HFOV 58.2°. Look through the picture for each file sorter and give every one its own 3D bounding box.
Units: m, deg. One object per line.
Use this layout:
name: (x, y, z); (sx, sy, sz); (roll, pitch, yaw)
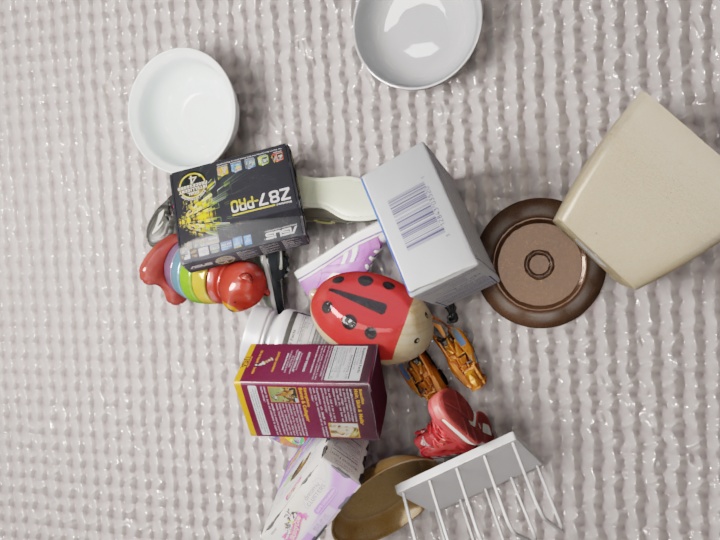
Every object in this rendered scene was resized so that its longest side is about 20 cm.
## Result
file sorter: (0.181, 0.354, 0.959); (0.199, 0.139, 0.125); (-30, 50, 15)

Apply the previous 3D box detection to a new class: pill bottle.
pill bottle: (-0.084, 0.128, 1.032); (0.198, 0.114, 0.115); (15, 97, 1)

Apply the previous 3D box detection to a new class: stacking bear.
stacking bear: (-0.241, 0.011, 1.063); (0.198, 0.122, 0.115); (14, 67, 30)

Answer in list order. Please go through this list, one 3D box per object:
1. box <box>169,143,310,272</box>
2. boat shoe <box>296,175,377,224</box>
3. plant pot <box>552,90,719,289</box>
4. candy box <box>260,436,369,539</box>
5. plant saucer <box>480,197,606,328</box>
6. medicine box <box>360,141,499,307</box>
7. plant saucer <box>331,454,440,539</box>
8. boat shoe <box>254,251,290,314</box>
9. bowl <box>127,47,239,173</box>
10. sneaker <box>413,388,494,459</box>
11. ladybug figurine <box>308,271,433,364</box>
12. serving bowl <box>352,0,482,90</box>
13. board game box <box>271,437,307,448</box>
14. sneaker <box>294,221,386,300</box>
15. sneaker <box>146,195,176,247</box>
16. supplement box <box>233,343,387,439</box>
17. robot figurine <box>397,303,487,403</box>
box: (-0.190, -0.098, 1.014); (0.198, 0.049, 0.163); (-13, 72, 2)
boat shoe: (-0.046, -0.111, 1.054); (0.199, 0.060, 0.073); (9, 73, 14)
plant pot: (0.371, -0.086, 0.868); (0.200, 0.200, 0.177); (44, 102, 8)
candy box: (-0.061, 0.312, 1.001); (0.071, 0.200, 0.168); (35, 107, -4)
plant saucer: (0.272, -0.010, 0.987); (0.198, 0.037, 0.203); (1, 93, 16)
medicine box: (0.105, -0.055, 0.927); (0.102, 0.200, 0.184); (-26, 75, 14)
plant saucer: (0.037, 0.352, 1.015); (0.201, 0.199, 0.036); (-50, 46, 12)
boat shoe: (-0.147, -0.016, 1.083); (0.060, 0.075, 0.202); (-17, 107, -24)
bowl: (-0.282, -0.261, 1.092); (0.199, 0.090, 0.204); (1, 94, 14)
sneaker: (0.121, 0.246, 0.970); (0.115, 0.200, 0.079); (-27, 50, 19)
ladybug figurine: (0.014, 0.063, 0.965); (0.198, 0.072, 0.137); (16, 68, 9)
serving bowl: (0.091, -0.374, 0.997); (0.198, 0.066, 0.203); (1, 94, 15)
board game box: (-0.109, 0.209, 1.100); (0.156, 0.039, 0.203); (3, 95, 15)
sneaker: (0.000, 0.000, 1.048); (0.199, 0.073, 0.115); (-32, 89, 24)
sneaker: (-0.305, -0.115, 1.110); (0.200, 0.084, 0.077); (-43, 82, 13)
supplement box: (-0.068, 0.174, 0.937); (0.197, 0.086, 0.111); (-1, 125, 13)
robot figurine: (0.107, 0.116, 1.027); (0.144, 0.058, 0.201); (-35, 85, 13)
